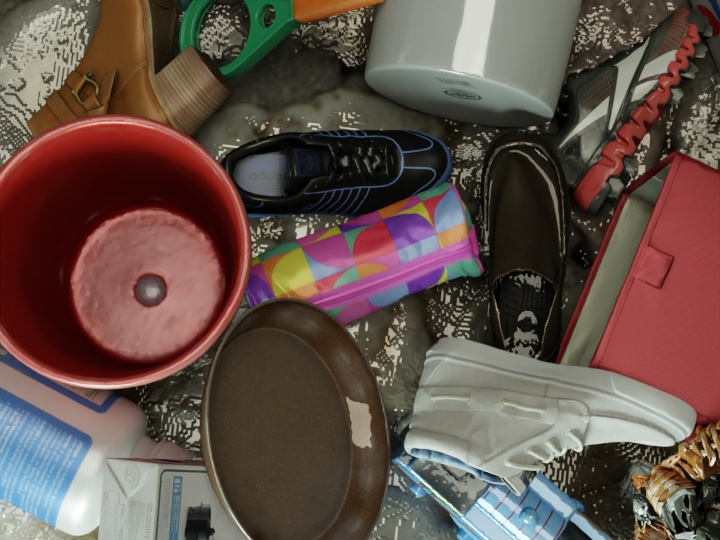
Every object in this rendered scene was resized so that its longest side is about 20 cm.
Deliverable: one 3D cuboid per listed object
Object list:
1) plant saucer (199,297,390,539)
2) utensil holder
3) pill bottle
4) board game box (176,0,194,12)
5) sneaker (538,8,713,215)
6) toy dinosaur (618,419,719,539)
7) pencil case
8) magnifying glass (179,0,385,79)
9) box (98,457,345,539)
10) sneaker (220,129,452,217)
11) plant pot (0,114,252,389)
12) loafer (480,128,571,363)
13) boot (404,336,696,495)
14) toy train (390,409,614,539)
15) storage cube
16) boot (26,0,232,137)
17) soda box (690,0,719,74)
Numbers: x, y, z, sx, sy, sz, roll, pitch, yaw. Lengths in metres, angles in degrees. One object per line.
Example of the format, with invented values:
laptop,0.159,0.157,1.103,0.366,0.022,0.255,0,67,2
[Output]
plant saucer,-0.052,0.122,0.987,0.034,0.199,0.202,-16,82,37
utensil holder,0.099,-0.232,1.067,0.168,0.170,0.202,12,85,-1
pill bottle,-0.234,0.135,1.031,0.199,0.112,0.113,28,82,2
board game box,-0.151,-0.347,1.129,0.151,0.047,0.200,-38,85,-6
sneaker,0.213,-0.148,1.105,0.098,0.071,0.201,33,79,9
toy dinosaur,0.243,0.178,0.959,0.102,0.201,0.136,-33,57,-16
pencil case,0.000,0.000,1.072,0.199,0.088,0.089,-23,84,-5
magnifying glass,-0.066,-0.205,1.074,0.199,0.022,0.080,-9,80,34
box,-0.099,0.200,0.991,0.060,0.199,0.118,-3,79,40
sneaker,-0.020,-0.080,1.084,0.198,0.078,0.071,-9,83,-3
plant pot,-0.174,0.000,1.014,0.198,0.177,0.202,0,80,1
loafer,0.134,-0.012,1.054,0.072,0.071,0.202,-5,95,7
boot,0.131,0.118,0.951,0.198,0.074,0.096,12,68,19
toy train,0.110,0.179,1.038,0.200,0.114,0.087,42,83,4
storage cube,0.272,0.035,1.035,0.179,0.171,0.201,24,82,1
boot,-0.214,-0.168,1.095,0.154,0.074,0.201,-38,69,9
soda box,0.313,-0.258,1.129,0.068,0.064,0.202,-20,85,-5
